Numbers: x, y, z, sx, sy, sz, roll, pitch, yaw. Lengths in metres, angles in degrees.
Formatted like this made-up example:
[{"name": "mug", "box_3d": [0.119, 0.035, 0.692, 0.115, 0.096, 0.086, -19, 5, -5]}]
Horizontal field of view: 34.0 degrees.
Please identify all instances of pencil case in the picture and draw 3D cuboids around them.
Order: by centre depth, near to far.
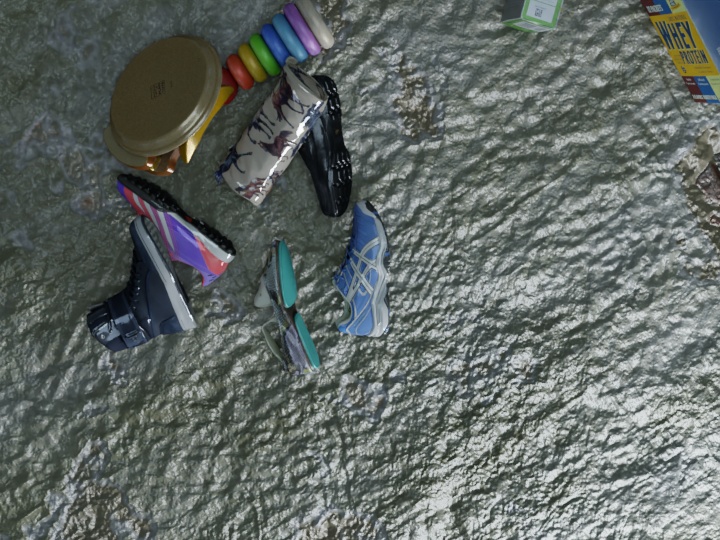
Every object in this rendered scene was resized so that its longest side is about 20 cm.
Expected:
[{"name": "pencil case", "box_3d": [-0.123, -0.193, 1.634, 0.089, 0.078, 0.201, 41, 112, 11]}]

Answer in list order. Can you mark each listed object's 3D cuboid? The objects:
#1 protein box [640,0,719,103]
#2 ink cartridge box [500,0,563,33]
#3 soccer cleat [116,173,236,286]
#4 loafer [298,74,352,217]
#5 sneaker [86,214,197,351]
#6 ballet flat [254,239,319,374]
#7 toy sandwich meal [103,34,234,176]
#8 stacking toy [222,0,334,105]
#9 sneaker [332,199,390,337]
[{"name": "protein box", "box_3d": [0.548, -0.381, 1.710, 0.199, 0.135, 0.200, -34, 102, -3]}, {"name": "ink cartridge box", "box_3d": [0.263, -0.445, 1.672, 0.058, 0.104, 0.203, 13, 96, -11]}, {"name": "soccer cleat", "box_3d": [-0.272, -0.059, 1.669, 0.199, 0.068, 0.073, 37, 103, -12]}, {"name": "loafer", "box_3d": [-0.058, -0.176, 1.687, 0.069, 0.068, 0.204, -4, 100, 29]}, {"name": "sneaker", "box_3d": [-0.323, 0.026, 1.637, 0.144, 0.077, 0.204, -18, 129, -3]}, {"name": "ballet flat", "box_3d": [-0.117, 0.059, 1.710, 0.071, 0.072, 0.204, -16, 100, -6]}, {"name": "toy sandwich meal", "box_3d": [-0.262, -0.225, 1.616, 0.206, 0.205, 0.070, -48, 144, 1]}, {"name": "stacking toy", "box_3d": [-0.137, -0.298, 1.652, 0.199, 0.085, 0.086, -34, 102, 5]}, {"name": "sneaker", "box_3d": [0.000, 0.000, 1.712, 0.076, 0.076, 0.204, -4, 98, -13]}]
